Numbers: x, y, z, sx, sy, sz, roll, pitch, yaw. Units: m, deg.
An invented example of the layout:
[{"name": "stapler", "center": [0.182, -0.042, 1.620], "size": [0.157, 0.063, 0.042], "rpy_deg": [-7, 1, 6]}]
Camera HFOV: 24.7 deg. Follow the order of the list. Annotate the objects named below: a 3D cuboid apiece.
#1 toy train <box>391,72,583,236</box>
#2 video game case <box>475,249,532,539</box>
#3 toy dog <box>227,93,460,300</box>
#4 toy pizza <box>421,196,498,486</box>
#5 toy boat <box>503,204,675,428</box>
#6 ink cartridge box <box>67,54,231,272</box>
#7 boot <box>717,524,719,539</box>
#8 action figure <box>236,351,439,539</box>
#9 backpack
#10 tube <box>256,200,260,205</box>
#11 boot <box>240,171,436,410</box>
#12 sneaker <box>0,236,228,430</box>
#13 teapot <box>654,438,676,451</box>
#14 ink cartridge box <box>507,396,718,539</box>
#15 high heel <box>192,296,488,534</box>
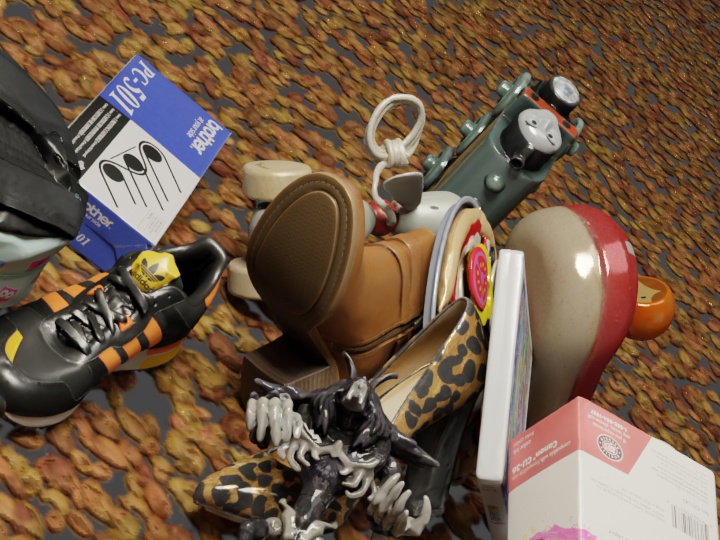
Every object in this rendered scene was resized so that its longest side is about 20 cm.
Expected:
[{"name": "toy train", "center": [0.104, -0.075, 1.341], "size": [0.085, 0.200, 0.114], "rpy_deg": [39, 41, -8]}, {"name": "video game case", "center": [0.095, 0.088, 1.068], "size": [0.200, 0.018, 0.145], "rpy_deg": [69, 27, -69]}, {"name": "toy dog", "center": [0.001, -0.030, 1.151], "size": [0.199, 0.133, 0.096], "rpy_deg": [-26, 29, -23]}, {"name": "toy pizza", "center": [0.080, 0.050, 1.146], "size": [0.031, 0.203, 0.200], "rpy_deg": [2, 22, 16]}, {"name": "toy boat", "center": [0.176, 0.032, 1.243], "size": [0.129, 0.201, 0.132], "rpy_deg": [-9, 62, -9]}, {"name": "ink cartridge box", "center": [-0.161, -0.075, 1.142], "size": [0.094, 0.044, 0.200], "rpy_deg": [39, 27, -9]}, {"name": "boot", "center": [0.272, 0.200, 1.201], "size": [0.201, 0.144, 0.071], "rpy_deg": [44, 26, 5]}, {"name": "action figure", "center": [-0.021, 0.120, 0.893], "size": [0.118, 0.102, 0.201], "rpy_deg": [25, 60, -4]}, {"name": "backpack", "center": [-0.253, -0.056, 0.904], "size": [0.199, 0.126, 0.168], "rpy_deg": [23, 43, -34]}, {"name": "tube", "center": [-0.018, -0.003, 1.230], "size": [0.077, 0.051, 0.201], "rpy_deg": [12, 35, -43]}, {"name": "boot", "center": [0.000, 0.000, 1.053], "size": [0.074, 0.201, 0.154], "rpy_deg": [40, 44, 24]}, {"name": "sneaker", "center": [-0.149, 0.023, 0.960], "size": [0.070, 0.090, 0.200], "rpy_deg": [46, 27, 10]}, {"name": "teapot", "center": [0.194, 0.228, 1.056], "size": [0.200, 0.146, 0.197], "rpy_deg": [45, 27, 9]}, {"name": "ink cartridge box", "center": [0.143, 0.188, 0.923], "size": [0.116, 0.067, 0.202], "rpy_deg": [30, 44, -24]}, {"name": "high heel", "center": [-0.009, 0.082, 0.990], "size": [0.198, 0.144, 0.071], "rpy_deg": [1, 18, -40]}]
